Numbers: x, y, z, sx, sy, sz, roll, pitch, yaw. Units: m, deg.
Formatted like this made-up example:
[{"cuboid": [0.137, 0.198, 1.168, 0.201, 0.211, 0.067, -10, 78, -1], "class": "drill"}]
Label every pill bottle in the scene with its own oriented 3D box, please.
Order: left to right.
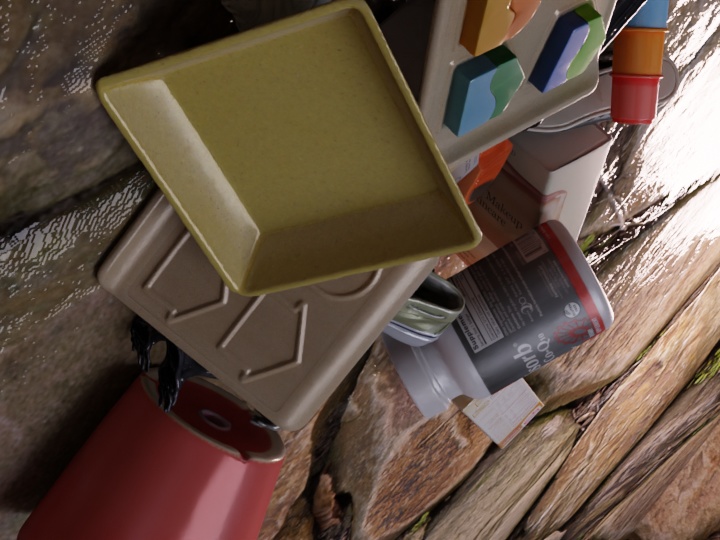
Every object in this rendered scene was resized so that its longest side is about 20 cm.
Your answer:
[{"cuboid": [0.126, 0.049, 1.134, 0.198, 0.117, 0.116, -30, 154, 5], "class": "pill bottle"}]

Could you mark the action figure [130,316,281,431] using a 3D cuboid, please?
[{"cuboid": [-0.094, 0.066, 1.020, 0.198, 0.119, 0.103, -4, 124, -40], "class": "action figure"}]

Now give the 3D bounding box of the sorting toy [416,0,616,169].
[{"cuboid": [0.118, -0.169, 0.808, 0.184, 0.036, 0.201, -29, 146, -26], "class": "sorting toy"}]

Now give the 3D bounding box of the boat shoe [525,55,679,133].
[{"cuboid": [0.197, -0.163, 1.126, 0.197, 0.068, 0.057, -8, -179, -10], "class": "boat shoe"}]

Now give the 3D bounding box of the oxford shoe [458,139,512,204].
[{"cuboid": [0.106, -0.148, 1.038, 0.071, 0.073, 0.201, -32, 157, -45], "class": "oxford shoe"}]

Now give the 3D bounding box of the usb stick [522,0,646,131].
[{"cuboid": [0.173, -0.184, 0.955, 0.200, 0.055, 0.033, -48, 129, -21], "class": "usb stick"}]

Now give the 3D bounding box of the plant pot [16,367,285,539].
[{"cuboid": [-0.164, 0.195, 1.025, 0.179, 0.200, 0.200, -59, 151, 9], "class": "plant pot"}]

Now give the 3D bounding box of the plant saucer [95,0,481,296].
[{"cuboid": [-0.040, -0.083, 0.796, 0.201, 0.198, 0.049, 59, 32, -35], "class": "plant saucer"}]

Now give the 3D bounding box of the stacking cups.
[{"cuboid": [0.237, -0.229, 1.040, 0.060, 0.060, 0.203, -9, 107, -50], "class": "stacking cups"}]

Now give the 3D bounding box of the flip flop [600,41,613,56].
[{"cuboid": [0.199, -0.222, 1.088, 0.198, 0.081, 0.058, -9, 101, -38], "class": "flip flop"}]

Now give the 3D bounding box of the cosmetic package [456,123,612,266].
[{"cuboid": [0.165, -0.074, 1.206, 0.087, 0.103, 0.201, -29, 148, -27], "class": "cosmetic package"}]

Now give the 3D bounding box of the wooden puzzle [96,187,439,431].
[{"cuboid": [-0.069, -0.006, 0.913, 0.186, 0.199, 0.046, -50, -170, 11], "class": "wooden puzzle"}]

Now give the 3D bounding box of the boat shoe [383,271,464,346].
[{"cuboid": [0.000, 0.000, 1.023, 0.198, 0.073, 0.062, 24, 135, -27], "class": "boat shoe"}]

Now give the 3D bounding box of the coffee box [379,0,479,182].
[{"cuboid": [0.032, -0.110, 0.938, 0.114, 0.080, 0.200, -40, 166, -9], "class": "coffee box"}]

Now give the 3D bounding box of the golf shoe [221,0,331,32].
[{"cuboid": [-0.058, -0.179, 0.789, 0.090, 0.076, 0.201, 2, 141, -18], "class": "golf shoe"}]

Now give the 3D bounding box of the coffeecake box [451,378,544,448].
[{"cuboid": [0.106, 0.096, 1.299, 0.073, 0.154, 0.200, -44, 154, 0], "class": "coffeecake box"}]
